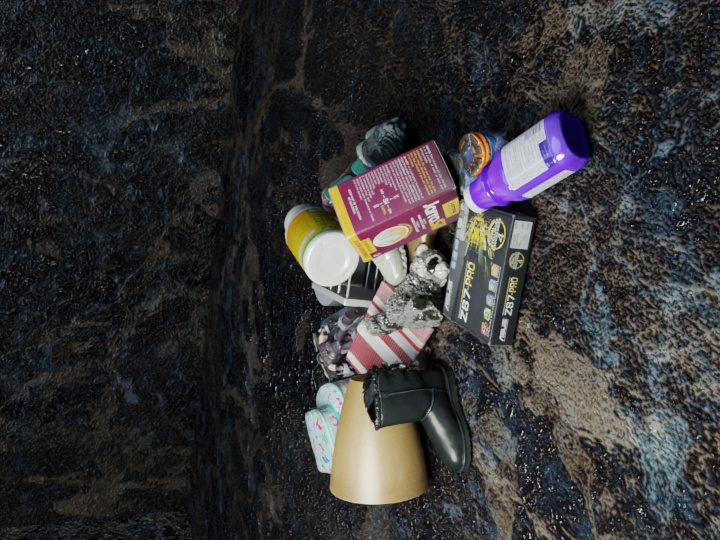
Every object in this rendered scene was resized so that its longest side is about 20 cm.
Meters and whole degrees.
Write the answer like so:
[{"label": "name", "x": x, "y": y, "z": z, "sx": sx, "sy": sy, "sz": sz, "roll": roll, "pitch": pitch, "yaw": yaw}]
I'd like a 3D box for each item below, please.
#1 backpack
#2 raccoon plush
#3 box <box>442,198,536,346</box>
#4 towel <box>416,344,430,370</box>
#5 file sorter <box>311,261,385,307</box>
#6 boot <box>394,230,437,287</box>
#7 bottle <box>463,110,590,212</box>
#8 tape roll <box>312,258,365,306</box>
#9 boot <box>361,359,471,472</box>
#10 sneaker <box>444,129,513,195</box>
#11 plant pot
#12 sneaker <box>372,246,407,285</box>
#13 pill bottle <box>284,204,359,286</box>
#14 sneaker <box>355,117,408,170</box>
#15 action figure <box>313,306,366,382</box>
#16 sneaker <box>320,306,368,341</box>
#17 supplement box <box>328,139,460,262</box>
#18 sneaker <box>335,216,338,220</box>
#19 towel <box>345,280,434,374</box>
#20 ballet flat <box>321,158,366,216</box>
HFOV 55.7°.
[{"label": "backpack", "x": -0.031, "y": 0.331, "z": 1.437, "sx": 0.177, "sy": 0.149, "sz": 0.203, "roll": 151, "pitch": 112, "yaw": -65}, {"label": "raccoon plush", "x": 0.074, "y": 0.031, "z": 1.224, "sx": 0.197, "sy": 0.097, "sz": 0.136, "roll": -11, "pitch": 61, "yaw": 23}, {"label": "box", "x": 0.200, "y": -0.002, "z": 1.081, "sx": 0.161, "sy": 0.048, "sz": 0.203, "roll": -141, "pitch": 57, "yaw": -66}, {"label": "towel", "x": 0.073, "y": 0.201, "z": 1.379, "sx": 0.191, "sy": 0.032, "sz": 0.203, "roll": -138, "pitch": 54, "yaw": -60}, {"label": "file sorter", "x": 0.000, "y": 0.000, "z": 1.438, "sx": 0.200, "sy": 0.137, "sz": 0.126, "roll": -158, "pitch": 75, "yaw": -65}, {"label": "boot", "x": 0.080, "y": -0.056, "z": 1.312, "sx": 0.175, "sy": 0.065, "sz": 0.203, "roll": 33, "pitch": 119, "yaw": 47}, {"label": "bottle", "x": 0.228, "y": -0.144, "z": 0.968, "sx": 0.199, "sy": 0.065, "sz": 0.085, "roll": -34, "pitch": 58, "yaw": 49}, {"label": "tape roll", "x": -0.056, "y": -0.014, "z": 1.655, "sx": 0.200, "sy": 0.065, "sz": 0.204, "roll": -178, "pitch": 90, "yaw": -67}, {"label": "boot", "x": 0.093, "y": 0.248, "z": 1.162, "sx": 0.073, "sy": 0.160, "sz": 0.201, "roll": 129, "pitch": 137, "yaw": -54}, {"label": "sneaker", "x": 0.192, "y": -0.174, "z": 1.096, "sx": 0.200, "sy": 0.077, "sz": 0.076, "roll": 151, "pitch": 101, "yaw": -81}, {"label": "plant pot", "x": 0.029, "y": 0.295, "z": 1.249, "sx": 0.186, "sy": 0.184, "sz": 0.203, "roll": -176, "pitch": 82, "yaw": -66}, {"label": "sneaker", "x": 0.022, "y": -0.061, "z": 1.278, "sx": 0.075, "sy": 0.080, "sz": 0.202, "roll": -41, "pitch": 66, "yaw": 45}, {"label": "pill bottle", "x": -0.086, "y": -0.060, "z": 1.350, "sx": 0.200, "sy": 0.110, "sz": 0.112, "roll": -131, "pitch": 48, "yaw": -57}, {"label": "sneaker", "x": 0.049, "y": -0.252, "z": 1.353, "sx": 0.086, "sy": 0.078, "sz": 0.201, "roll": -31, "pitch": 26, "yaw": 26}, {"label": "action figure", "x": -0.039, "y": 0.157, "z": 1.456, "sx": 0.131, "sy": 0.069, "sz": 0.200, "roll": 59, "pitch": 136, "yaw": 14}, {"label": "sneaker", "x": -0.004, "y": 0.112, "z": 1.521, "sx": 0.199, "sy": 0.081, "sz": 0.071, "roll": -22, "pitch": 71, "yaw": 47}, {"label": "supplement box", "x": 0.063, "y": -0.114, "z": 1.166, "sx": 0.131, "sy": 0.198, "sz": 0.104, "roll": 49, "pitch": -163, "yaw": -66}, {"label": "sneaker", "x": 0.015, "y": -0.143, "z": 1.495, "sx": 0.199, "sy": 0.070, "sz": 0.100, "roll": -13, "pitch": 31, "yaw": 45}, {"label": "towel", "x": 0.053, "y": 0.139, "z": 1.310, "sx": 0.144, "sy": 0.023, "sz": 0.202, "roll": 45, "pitch": 124, "yaw": 32}, {"label": "ballet flat", "x": -0.009, "y": -0.184, "z": 1.446, "sx": 0.069, "sy": 0.200, "sz": 0.071, "roll": 40, "pitch": 154, "yaw": 15}]
